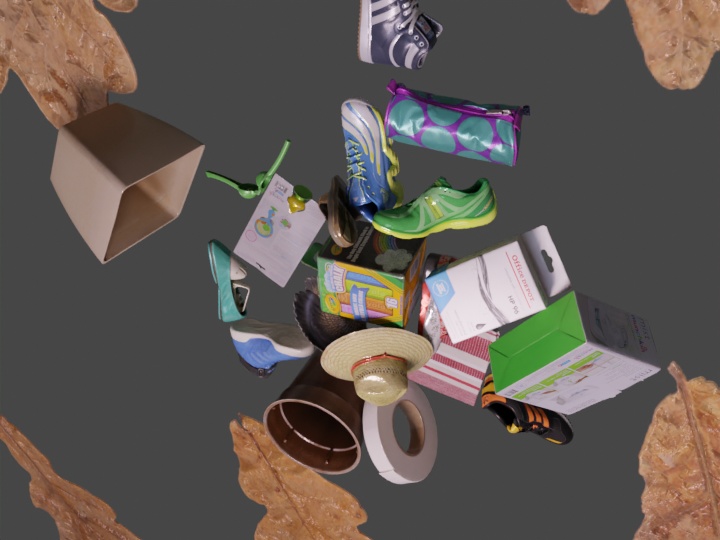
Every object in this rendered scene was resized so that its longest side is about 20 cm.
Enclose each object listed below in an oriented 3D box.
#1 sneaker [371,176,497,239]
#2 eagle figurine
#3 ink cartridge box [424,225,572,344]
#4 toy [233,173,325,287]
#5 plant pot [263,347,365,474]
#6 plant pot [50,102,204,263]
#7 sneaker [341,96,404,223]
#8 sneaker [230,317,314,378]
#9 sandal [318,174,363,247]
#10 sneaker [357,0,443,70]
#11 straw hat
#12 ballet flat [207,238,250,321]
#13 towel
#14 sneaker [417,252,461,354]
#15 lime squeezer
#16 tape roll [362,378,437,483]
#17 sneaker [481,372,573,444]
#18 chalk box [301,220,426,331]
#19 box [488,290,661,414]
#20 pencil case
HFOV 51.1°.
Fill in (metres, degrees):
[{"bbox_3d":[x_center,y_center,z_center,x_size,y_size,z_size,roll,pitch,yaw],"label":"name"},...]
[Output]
[{"bbox_3d":[0.111,-0.101,1.156,0.198,0.074,0.084,-12,110,-8],"label":"sneaker"},{"bbox_3d":[-0.031,0.100,1.388,0.198,0.152,0.152,17,149,-1],"label":"eagle figurine"},{"bbox_3d":[0.216,0.021,1.178,0.199,0.068,0.117,-24,94,20],"label":"ink cartridge box"},{"bbox_3d":[-0.137,-0.075,1.347,0.115,0.047,0.200,36,131,0],"label":"toy"},{"bbox_3d":[-0.057,0.254,1.473,0.198,0.199,0.202,14,131,16],"label":"plant pot"},{"bbox_3d":[-0.423,-0.173,1.322,0.177,0.200,0.200,41,135,7],"label":"plant pot"},{"bbox_3d":[0.012,-0.160,1.160,0.075,0.105,0.201,-7,124,30],"label":"sneaker"},{"bbox_3d":[-0.173,0.170,1.543,0.198,0.077,0.112,9,124,26],"label":"sneaker"},{"bbox_3d":[-0.037,-0.090,1.181,0.054,0.200,0.081,-27,113,17],"label":"sandal"},{"bbox_3d":[0.055,-0.358,0.998,0.108,0.070,0.201,21,140,16],"label":"sneaker"},{"bbox_3d":[0.034,0.182,1.284,0.199,0.086,0.202,-5,146,-4],"label":"straw hat"},{"bbox_3d":[-0.253,0.018,1.479,0.070,0.068,0.201,-3,130,-2],"label":"ballet flat"},{"bbox_3d":[0.170,0.157,1.403,0.143,0.023,0.201,21,132,12],"label":"towel"},{"bbox_3d":[0.159,0.071,1.291,0.107,0.067,0.203,11,119,18],"label":"sneaker"},{"bbox_3d":[-0.183,-0.166,1.311,0.199,0.038,0.071,-14,89,35],"label":"lime squeezer"},{"bbox_3d":[0.079,0.304,1.444,0.037,0.203,0.203,-20,117,34],"label":"tape roll"},{"bbox_3d":[0.301,0.276,1.386,0.199,0.090,0.070,37,134,-6],"label":"sneaker"},{"bbox_3d":[0.000,0.000,1.287,0.198,0.125,0.125,13,131,18],"label":"chalk box"},{"bbox_3d":[0.339,0.141,1.207,0.175,0.097,0.200,18,140,-28],"label":"box"},{"bbox_3d":[0.134,-0.211,1.072,0.198,0.086,0.093,14,148,15],"label":"pencil case"}]
